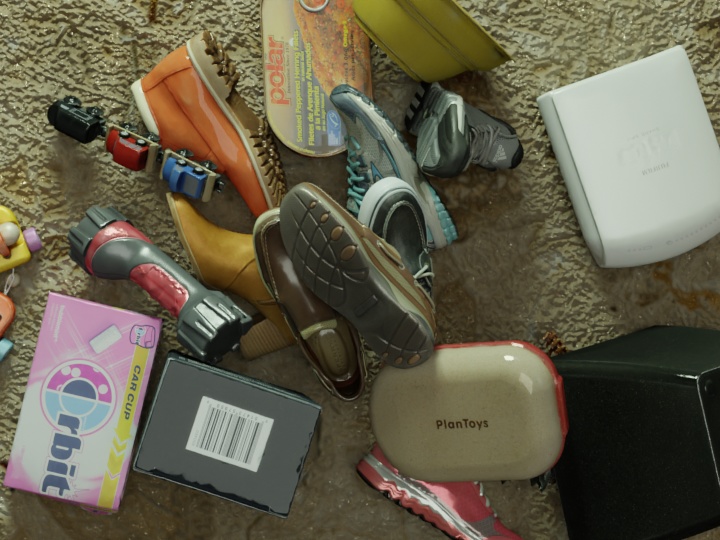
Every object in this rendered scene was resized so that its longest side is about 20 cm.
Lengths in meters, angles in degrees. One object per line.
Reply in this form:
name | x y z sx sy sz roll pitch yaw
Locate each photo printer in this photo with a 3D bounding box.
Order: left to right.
photo printer | 0.287 -0.109 1.572 0.165 0.069 0.202 -19 91 -7

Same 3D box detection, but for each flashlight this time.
flashlight | -0.197 0.015 1.464 0.200 0.068 0.068 40 108 28

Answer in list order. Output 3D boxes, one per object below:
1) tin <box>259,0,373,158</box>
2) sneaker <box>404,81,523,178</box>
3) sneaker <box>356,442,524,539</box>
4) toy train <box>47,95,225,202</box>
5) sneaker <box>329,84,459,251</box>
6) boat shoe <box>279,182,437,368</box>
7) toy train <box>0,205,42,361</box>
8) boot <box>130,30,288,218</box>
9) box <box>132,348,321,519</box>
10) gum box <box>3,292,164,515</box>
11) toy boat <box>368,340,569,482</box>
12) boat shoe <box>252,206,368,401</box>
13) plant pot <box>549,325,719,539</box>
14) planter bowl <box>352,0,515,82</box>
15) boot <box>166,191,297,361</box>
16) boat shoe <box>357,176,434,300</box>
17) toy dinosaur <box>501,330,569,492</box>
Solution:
tin | -0.047 -0.214 1.550 0.111 0.042 0.202 -2 89 -11
sneaker | 0.113 -0.126 1.494 0.115 0.200 0.075 23 110 -14
sneaker | 0.097 0.221 1.537 0.199 0.074 0.087 33 83 -5
toy train | -0.220 -0.118 1.488 0.199 0.046 0.034 26 117 15
sneaker | 0.018 -0.090 1.517 0.086 0.078 0.201 -34 111 1
boat shoe | 0.000 0.000 1.427 0.075 0.072 0.201 -32 100 31
toy train | -0.398 -0.011 1.491 0.200 0.056 0.151 41 84 -5
boot | -0.146 -0.125 1.527 0.107 0.075 0.201 -28 98 13
box | -0.128 0.149 1.447 0.147 0.200 0.108 18 87 -5
gum box | -0.269 0.132 1.496 0.112 0.066 0.202 13 87 -5
toy boat | 0.110 0.126 1.478 0.198 0.131 0.132 -4 101 24
boat shoe | -0.040 0.036 1.460 0.074 0.075 0.203 -27 114 2
plant pot | 0.311 0.158 1.475 0.199 0.177 0.202 -12 89 -37
planter bowl | 0.052 -0.244 1.496 0.200 0.200 0.083 44 100 -4
boot | -0.089 -0.019 1.509 0.143 0.071 0.202 -28 110 2
boat shoe | 0.046 0.006 1.493 0.071 0.071 0.202 -20 126 -18
toy dinosaur | 0.210 0.169 1.559 0.134 0.102 0.202 -14 72 -22
